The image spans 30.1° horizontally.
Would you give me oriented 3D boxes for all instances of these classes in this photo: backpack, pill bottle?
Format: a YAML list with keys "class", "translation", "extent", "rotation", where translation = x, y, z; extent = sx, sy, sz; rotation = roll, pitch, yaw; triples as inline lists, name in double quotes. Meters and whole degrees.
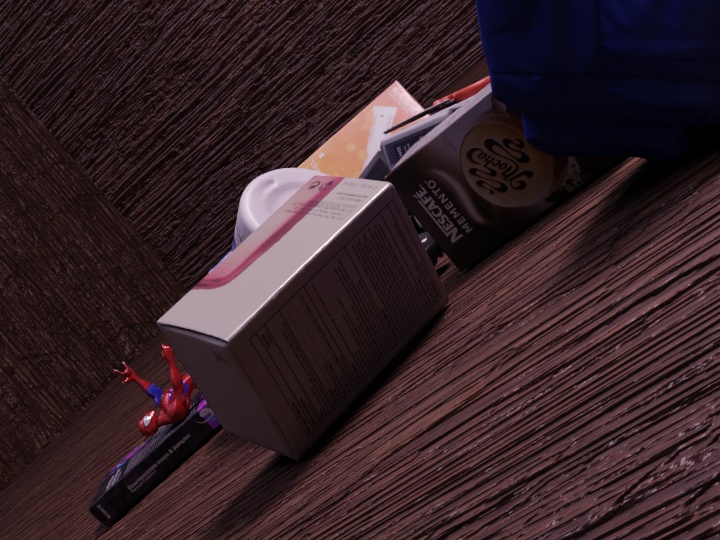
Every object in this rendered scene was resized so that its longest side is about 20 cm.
- class: "backpack"
  translation: [0.207, -0.168, 0.940]
  extent: [0.198, 0.169, 0.163]
  rotation: [2, 36, 30]
- class: "pill bottle"
  translation: [-0.069, 0.015, 1.275]
  extent: [0.120, 0.119, 0.201]
  rotation: [-47, -20, -44]

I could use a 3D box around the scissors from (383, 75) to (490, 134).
- class: "scissors"
  translation: [0.086, -0.164, 1.284]
  extent: [0.073, 0.014, 0.200]
  rotation: [-20, 6, 29]

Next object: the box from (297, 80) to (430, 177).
- class: "box"
  translation: [0.022, -0.128, 1.773]
  extent: [0.200, 0.125, 0.098]
  rotation: [-42, -26, -1]

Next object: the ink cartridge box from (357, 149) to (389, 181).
- class: "ink cartridge box"
  translation: [0.045, -0.101, 1.624]
  extent: [0.173, 0.044, 0.200]
  rotation: [-32, -14, -42]

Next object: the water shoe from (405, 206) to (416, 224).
- class: "water shoe"
  translation: [0.016, -0.050, 1.484]
  extent: [0.079, 0.071, 0.200]
  rotation: [-57, -7, 6]

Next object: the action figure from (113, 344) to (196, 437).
- class: "action figure"
  translation: [-0.199, 0.097, 1.532]
  extent: [0.200, 0.099, 0.065]
  rotation: [-50, 9, -21]

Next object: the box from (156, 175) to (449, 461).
- class: "box"
  translation: [-0.044, 0.033, 1.095]
  extent: [0.200, 0.129, 0.108]
  rotation: [-44, 32, -26]

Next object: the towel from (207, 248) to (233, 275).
- class: "towel"
  translation: [-0.122, 0.018, 1.393]
  extent: [0.145, 0.024, 0.201]
  rotation: [-49, -16, -34]

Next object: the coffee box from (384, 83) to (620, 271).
- class: "coffee box"
  translation: [0.133, -0.105, 1.161]
  extent: [0.200, 0.113, 0.080]
  rotation: [-38, 7, 34]

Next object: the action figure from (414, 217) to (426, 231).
- class: "action figure"
  translation: [0.106, -0.091, 1.449]
  extent: [0.130, 0.069, 0.200]
  rotation: [-47, 1, 14]

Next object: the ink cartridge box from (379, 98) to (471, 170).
- class: "ink cartridge box"
  translation: [0.147, -0.172, 1.393]
  extent: [0.197, 0.044, 0.199]
  rotation: [-27, 5, -30]

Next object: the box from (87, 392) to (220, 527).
- class: "box"
  translation: [-0.225, 0.205, 1.560]
  extent: [0.200, 0.036, 0.143]
  rotation: [-40, 6, 1]

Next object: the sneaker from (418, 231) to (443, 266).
- class: "sneaker"
  translation: [0.000, 0.000, 1.338]
  extent: [0.200, 0.091, 0.067]
  rotation: [-35, 10, 46]
